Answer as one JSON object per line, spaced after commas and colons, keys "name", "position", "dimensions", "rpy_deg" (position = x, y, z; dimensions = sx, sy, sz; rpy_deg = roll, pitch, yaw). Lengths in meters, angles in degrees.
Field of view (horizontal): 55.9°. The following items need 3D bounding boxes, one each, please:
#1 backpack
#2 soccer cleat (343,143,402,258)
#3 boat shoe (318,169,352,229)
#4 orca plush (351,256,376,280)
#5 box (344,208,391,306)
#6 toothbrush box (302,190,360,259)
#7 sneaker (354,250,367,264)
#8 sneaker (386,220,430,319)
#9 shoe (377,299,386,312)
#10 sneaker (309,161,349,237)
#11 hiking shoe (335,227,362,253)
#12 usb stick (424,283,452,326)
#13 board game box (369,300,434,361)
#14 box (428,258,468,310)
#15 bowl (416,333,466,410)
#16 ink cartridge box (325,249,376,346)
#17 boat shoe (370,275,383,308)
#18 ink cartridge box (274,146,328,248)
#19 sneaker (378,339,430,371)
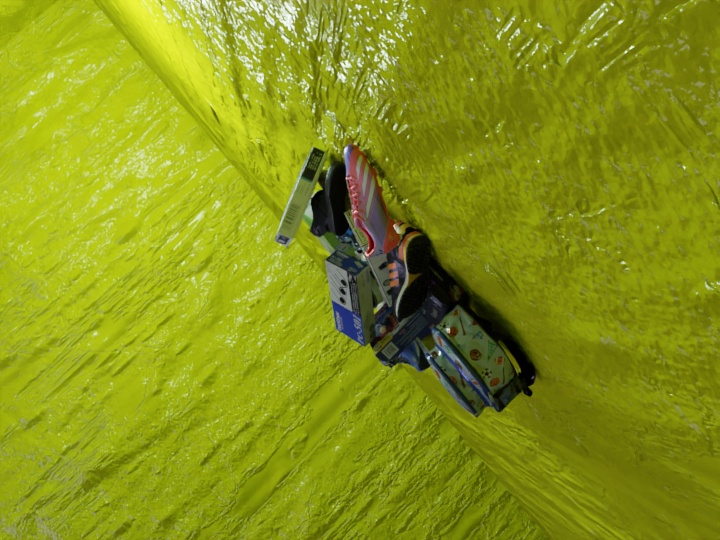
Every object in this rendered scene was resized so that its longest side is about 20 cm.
{"name": "backpack", "position": [0.206, 0.162, 1.267], "dimensions": [0.199, 0.153, 0.192], "rpy_deg": [40, 165, 40]}
{"name": "soccer cleat", "position": [0.007, -0.122, 1.206], "dimensions": [0.204, 0.075, 0.067], "rpy_deg": [66, 169, -14]}
{"name": "boat shoe", "position": [-0.045, -0.155, 1.506], "dimensions": [0.200, 0.062, 0.074], "rpy_deg": [44, 173, 39]}
{"name": "orca plush", "position": [0.000, 0.000, 1.605], "dimensions": [0.199, 0.103, 0.073], "rpy_deg": [29, -130, -58]}
{"name": "box", "position": [0.039, -0.033, 1.429], "dimensions": [0.118, 0.059, 0.202], "rpy_deg": [63, 180, 45]}
{"name": "toothbrush box", "position": [-0.068, -0.102, 1.836], "dimensions": [0.201, 0.086, 0.145], "rpy_deg": [51, 173, -29]}
{"name": "sneaker", "position": [0.044, -0.029, 1.628], "dimensions": [0.080, 0.071, 0.200], "rpy_deg": [46, 179, -13]}
{"name": "sneaker", "position": [0.085, -0.003, 1.312], "dimensions": [0.090, 0.068, 0.204], "rpy_deg": [49, 146, 42]}
{"name": "shoe", "position": [0.057, 0.075, 1.735], "dimensions": [0.070, 0.052, 0.206], "rpy_deg": [43, -140, -74]}
{"name": "sneaker", "position": [-0.071, -0.150, 1.443], "dimensions": [0.104, 0.059, 0.204], "rpy_deg": [37, 140, 41]}
{"name": "hiking shoe", "position": [-0.016, -0.109, 1.615], "dimensions": [0.199, 0.073, 0.089], "rpy_deg": [31, 141, 63]}
{"name": "usb stick", "position": [0.152, 0.073, 1.336], "dimensions": [0.055, 0.033, 0.200], "rpy_deg": [46, 171, 14]}
{"name": "board game box", "position": [0.100, 0.097, 1.558], "dimensions": [0.062, 0.200, 0.200], "rpy_deg": [42, -171, -20]}
{"name": "box", "position": [0.142, 0.018, 1.381], "dimensions": [0.200, 0.036, 0.144], "rpy_deg": [48, 173, 23]}
{"name": "bowl", "position": [0.220, 0.200, 1.528], "dimensions": [0.202, 0.107, 0.200], "rpy_deg": [54, 175, 6]}
{"name": "ink cartridge box", "position": [-0.019, 0.061, 1.466], "dimensions": [0.093, 0.044, 0.204], "rpy_deg": [27, 140, 34]}
{"name": "boat shoe", "position": [0.002, 0.062, 1.544], "dimensions": [0.075, 0.067, 0.200], "rpy_deg": [57, 167, 6]}
{"name": "ink cartridge box", "position": [-0.136, -0.155, 1.497], "dimensions": [0.042, 0.203, 0.200], "rpy_deg": [22, 172, -7]}
{"name": "sneaker", "position": [0.091, 0.198, 1.584], "dimensions": [0.079, 0.089, 0.199], "rpy_deg": [56, 167, -24]}
